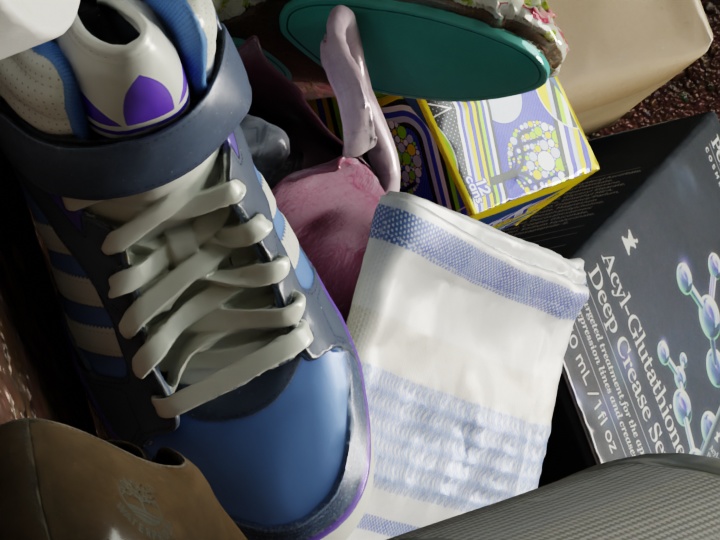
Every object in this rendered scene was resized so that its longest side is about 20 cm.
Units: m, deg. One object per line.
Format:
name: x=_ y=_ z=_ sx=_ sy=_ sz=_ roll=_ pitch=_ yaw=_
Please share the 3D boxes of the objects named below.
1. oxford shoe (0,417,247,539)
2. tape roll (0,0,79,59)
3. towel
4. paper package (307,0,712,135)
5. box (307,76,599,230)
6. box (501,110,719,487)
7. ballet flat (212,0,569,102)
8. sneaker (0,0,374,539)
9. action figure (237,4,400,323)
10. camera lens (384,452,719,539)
oxford shoe: x=-0.046 y=0.086 z=0.751 sx=0.200 sy=0.072 sz=0.085 roll=54 pitch=16 yaw=-63
tape roll: x=-0.138 y=-0.138 z=0.688 sx=0.202 sy=0.070 sz=0.204 roll=-21 pitch=90 yaw=-82
towel: x=0.021 y=0.081 z=0.933 sx=0.147 sy=0.024 sz=0.202 roll=22 pitch=81 yaw=-61
paper package: x=0.015 y=-0.134 z=1.165 sx=0.103 sy=0.199 sz=0.192 roll=140 pitch=-68 yaw=-69
box: x=0.008 y=-0.108 z=1.060 sx=0.064 sy=0.070 sz=0.201 roll=-34 pitch=-102 yaw=52
box: x=0.093 y=0.046 z=1.181 sx=0.200 sy=0.106 sz=0.149 roll=-43 pitch=115 yaw=-53
ballet flat: x=-0.013 y=-0.095 z=0.988 sx=0.076 sy=0.199 sz=0.064 roll=44 pitch=55 yaw=-45
sneaker: x=-0.058 y=-0.016 z=0.806 sx=0.147 sy=0.080 sz=0.201 roll=85 pitch=-19 yaw=-77
action figure: x=0.000 y=0.000 z=0.993 sx=0.200 sy=0.149 sz=0.134 roll=42 pitch=26 yaw=-29
camera lens: x=0.040 y=0.136 z=0.662 sx=0.199 sy=0.159 sz=0.161 roll=-13 pitch=81 yaw=-50
